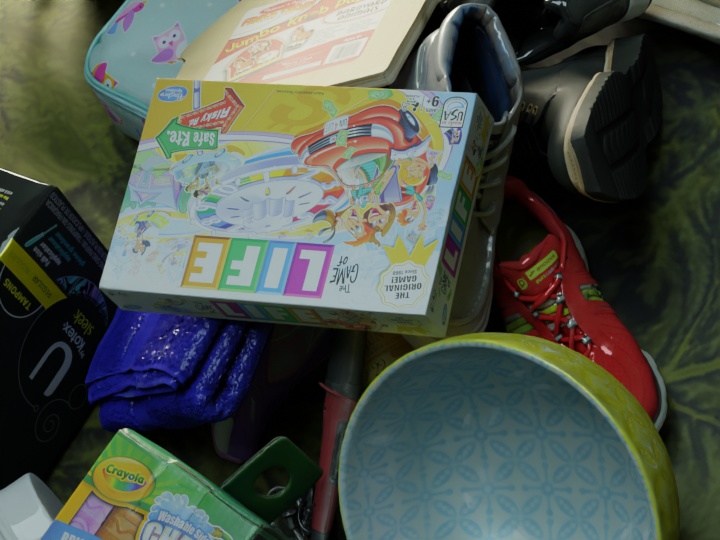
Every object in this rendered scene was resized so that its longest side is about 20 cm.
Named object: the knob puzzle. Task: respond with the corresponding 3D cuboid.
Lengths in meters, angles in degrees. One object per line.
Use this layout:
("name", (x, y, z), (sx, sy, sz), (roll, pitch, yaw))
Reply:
("knob puzzle", (-0.024, -0.149, 1.539), (0.220, 0.030, 0.220), (-23, 28, 13))

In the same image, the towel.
("towel", (-0.104, 0.024, 1.478), (0.200, 0.050, 0.148), (-11, 56, 66))

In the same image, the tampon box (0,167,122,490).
("tampon box", (-0.256, 0.049, 1.546), (0.126, 0.150, 0.200), (19, 67, 35))

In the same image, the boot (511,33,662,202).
("boot", (0.101, -0.080, 1.485), (0.138, 0.078, 0.200), (-9, 14, 18))

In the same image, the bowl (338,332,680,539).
("bowl", (0.098, 0.120, 1.355), (0.200, 0.200, 0.108), (11, 20, 29))

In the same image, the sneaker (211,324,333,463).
("sneaker", (-0.031, 0.029, 1.513), (0.088, 0.080, 0.200), (22, 77, -3))

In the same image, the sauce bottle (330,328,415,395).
("sauce bottle", (0.000, 0.000, 1.460), (0.065, 0.065, 0.200), (-26, 83, 6))

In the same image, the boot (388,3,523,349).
("boot", (0.053, -0.056, 1.411), (0.074, 0.096, 0.200), (6, 61, -18))

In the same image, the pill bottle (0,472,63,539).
("pill bottle", (-0.255, 0.210, 1.462), (0.200, 0.113, 0.113), (-35, 51, -1))

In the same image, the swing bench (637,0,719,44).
("swing bench", (0.239, -0.247, 1.521), (0.199, 0.200, 0.130), (24, 36, 34))

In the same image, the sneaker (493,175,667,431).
("sneaker", (0.111, 0.024, 1.442), (0.077, 0.085, 0.200), (-31, 51, 3))

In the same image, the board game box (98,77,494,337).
("board game box", (-0.036, -0.037, 1.374), (0.200, 0.034, 0.135), (4, 68, 23))

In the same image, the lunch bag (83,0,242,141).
("lunch bag", (-0.075, -0.162, 1.655), (0.160, 0.077, 0.200), (29, 73, 36))

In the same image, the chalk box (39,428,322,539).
("chalk box", (-0.100, 0.178, 1.392), (0.124, 0.125, 0.200), (30, 81, 35))

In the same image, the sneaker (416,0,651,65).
("sneaker", (0.084, -0.165, 1.553), (0.200, 0.067, 0.090), (-1, 25, 47))

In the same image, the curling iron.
("curling iron", (-0.019, 0.072, 1.430), (0.050, 0.026, 0.200), (25, 112, 34))
